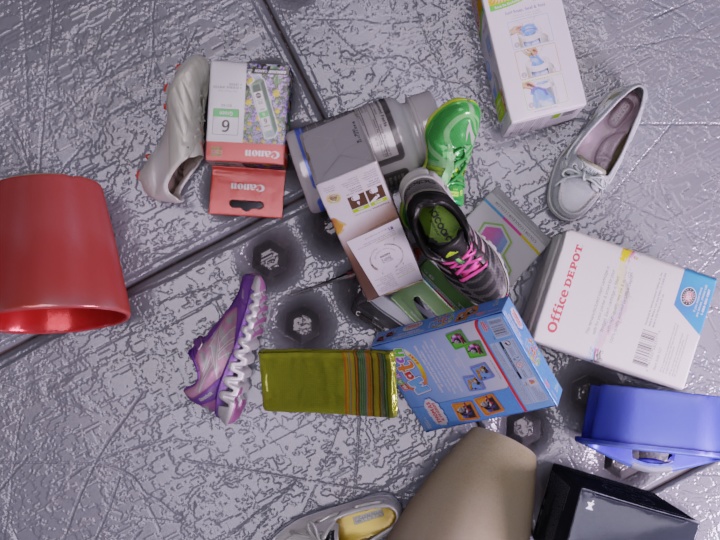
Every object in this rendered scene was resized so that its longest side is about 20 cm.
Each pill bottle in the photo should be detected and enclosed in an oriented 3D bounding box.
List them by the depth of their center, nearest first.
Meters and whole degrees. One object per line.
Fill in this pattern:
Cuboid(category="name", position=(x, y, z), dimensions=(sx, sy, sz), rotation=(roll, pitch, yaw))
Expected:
Cuboid(category="pill bottle", position=(0.012, -0.159, 1.395), dimensions=(0.198, 0.114, 0.115), rotation=(-19, 88, -1))

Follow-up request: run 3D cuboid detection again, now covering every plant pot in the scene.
Cuboid(category="plant pot", position=(0.145, 0.311, 1.360), dimensions=(0.186, 0.187, 0.201), rotation=(26, 73, 1))
Cuboid(category="plant pot", position=(-0.400, -0.020, 1.367), dimensions=(0.199, 0.201, 0.179), rotation=(-5, 78, 0))

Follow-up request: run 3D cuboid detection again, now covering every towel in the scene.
Cuboid(category="towel", position=(-0.045, 0.146, 1.387), dimensions=(0.198, 0.018, 0.087), rotation=(-1, 94, 26))

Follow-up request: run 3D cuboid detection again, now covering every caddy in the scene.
Cuboid(category="caddy", position=(0.377, 0.207, 1.366), dimensions=(0.198, 0.141, 0.106), rotation=(6, 83, 1))

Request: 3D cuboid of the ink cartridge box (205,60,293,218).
Cuboid(category="ink cartridge box", position=(-0.151, -0.175, 1.428), dimensions=(0.108, 0.050, 0.202), rotation=(3, 87, 1))

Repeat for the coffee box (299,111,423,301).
Cuboid(category="coffee box", position=(0.002, -0.076, 1.310), dimensions=(0.079, 0.115, 0.201), rotation=(-22, 130, 3))

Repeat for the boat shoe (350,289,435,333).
Cuboid(category="boat shoe", position=(0.071, 0.092, 1.413), dimensions=(0.199, 0.070, 0.066), rotation=(37, 113, -6))

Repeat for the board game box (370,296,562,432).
Cuboid(category="board game box", position=(0.132, 0.123, 1.344), dimensions=(0.199, 0.037, 0.152), rotation=(-18, 115, 34))

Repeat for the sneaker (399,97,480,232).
Cuboid(category="sneaker", position=(0.111, -0.122, 1.332), dimensions=(0.074, 0.084, 0.201), rotation=(-2, 127, -27))

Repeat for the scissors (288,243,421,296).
Cuboid(category="scissors", position=(0.000, 0.000, 1.433), dimensions=(0.199, 0.073, 0.014), rotation=(-17, 108, 23))

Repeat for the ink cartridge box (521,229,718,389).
Cuboid(category="ink cartridge box", position=(0.323, 0.050, 1.369), dimensions=(0.199, 0.145, 0.148), rotation=(19, 88, 1))

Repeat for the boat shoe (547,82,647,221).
Cuboid(category="boat shoe", position=(0.316, -0.159, 1.416), dimensions=(0.074, 0.065, 0.203), rotation=(34, 89, 2))

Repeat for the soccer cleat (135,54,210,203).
Cuboid(category="soccer cleat", position=(-0.232, -0.186, 1.417), dimensions=(0.077, 0.069, 0.201), rotation=(23, 95, 26))

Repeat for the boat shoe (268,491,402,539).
Cuboid(category="boat shoe", position=(-0.038, 0.353, 1.390), dimensions=(0.200, 0.086, 0.075), rotation=(-19, 88, -1))

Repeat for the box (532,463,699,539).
Cuboid(category="box", position=(0.313, 0.326, 1.332), dimensions=(0.147, 0.200, 0.108), rotation=(16, 88, 1))

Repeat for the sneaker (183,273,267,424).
Cuboid(category="sneaker", position=(-0.181, 0.097, 1.408), dimensions=(0.088, 0.080, 0.202), rotation=(15, 89, 9))

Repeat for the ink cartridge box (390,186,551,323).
Cuboid(category="ink cartridge box", position=(0.145, -0.003, 1.384), dimensions=(0.104, 0.059, 0.200), rotation=(45, 69, 2))

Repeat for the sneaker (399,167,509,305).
Cuboid(category="sneaker", position=(0.112, -0.027, 1.279), dimensions=(0.073, 0.088, 0.200), rotation=(-30, 108, 16))

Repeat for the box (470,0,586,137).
Cuboid(category="box", position=(0.217, -0.292, 1.398), dimensions=(0.101, 0.112, 0.202), rotation=(-13, 88, 1))
